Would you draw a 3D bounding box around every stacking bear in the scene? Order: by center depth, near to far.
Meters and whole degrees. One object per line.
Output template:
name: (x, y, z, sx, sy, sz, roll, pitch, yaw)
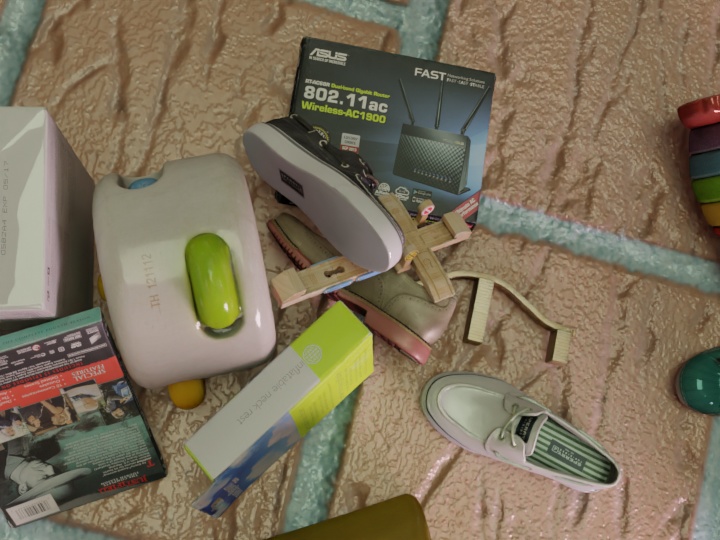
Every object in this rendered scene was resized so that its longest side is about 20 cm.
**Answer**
stacking bear: (0.386, -0.073, 0.876, 0.119, 0.114, 0.204, -12, 93, 1)

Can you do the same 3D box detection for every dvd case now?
dvd case: (-0.253, 0.128, 0.734, 0.143, 0.203, 0.022, -17, 41, -9)

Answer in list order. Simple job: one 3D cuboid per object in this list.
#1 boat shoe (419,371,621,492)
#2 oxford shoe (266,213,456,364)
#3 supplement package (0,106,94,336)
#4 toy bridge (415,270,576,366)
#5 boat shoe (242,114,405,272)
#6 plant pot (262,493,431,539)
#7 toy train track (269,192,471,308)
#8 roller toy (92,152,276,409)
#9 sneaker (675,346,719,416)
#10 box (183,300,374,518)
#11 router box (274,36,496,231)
boat shoe: (0.152, 0.146, 0.829, 0.197, 0.067, 0.075, 21, 78, -3)
oxford shoe: (0.000, 0.000, 0.823, 0.199, 0.070, 0.075, 38, 86, 14)
supplement package: (-0.311, -0.028, 0.735, 0.147, 0.200, 0.155, -1, 80, -7)
toy bridge: (0.115, 0.038, 0.864, 0.196, 0.027, 0.069, 14, 78, -3)
boat shoe: (-0.021, -0.075, 0.755, 0.066, 0.071, 0.199, -31, 48, -25)
plant pot: (-0.004, 0.315, 0.726, 0.196, 0.176, 0.204, -14, 82, -10)
toy train track: (0.015, -0.017, 0.764, 0.197, 0.033, 0.116, -20, 65, -27)
roller toy: (-0.154, 0.003, 0.760, 0.137, 0.201, 0.185, -12, 59, -9)
sneaker: (0.409, 0.103, 0.860, 0.196, 0.080, 0.073, -3, 80, -7)
box: (-0.073, 0.125, 0.777, 0.199, 0.122, 0.048, -42, 74, -12)
router box: (0.025, -0.128, 0.863, 0.196, 0.062, 0.153, 9, 79, -5)
